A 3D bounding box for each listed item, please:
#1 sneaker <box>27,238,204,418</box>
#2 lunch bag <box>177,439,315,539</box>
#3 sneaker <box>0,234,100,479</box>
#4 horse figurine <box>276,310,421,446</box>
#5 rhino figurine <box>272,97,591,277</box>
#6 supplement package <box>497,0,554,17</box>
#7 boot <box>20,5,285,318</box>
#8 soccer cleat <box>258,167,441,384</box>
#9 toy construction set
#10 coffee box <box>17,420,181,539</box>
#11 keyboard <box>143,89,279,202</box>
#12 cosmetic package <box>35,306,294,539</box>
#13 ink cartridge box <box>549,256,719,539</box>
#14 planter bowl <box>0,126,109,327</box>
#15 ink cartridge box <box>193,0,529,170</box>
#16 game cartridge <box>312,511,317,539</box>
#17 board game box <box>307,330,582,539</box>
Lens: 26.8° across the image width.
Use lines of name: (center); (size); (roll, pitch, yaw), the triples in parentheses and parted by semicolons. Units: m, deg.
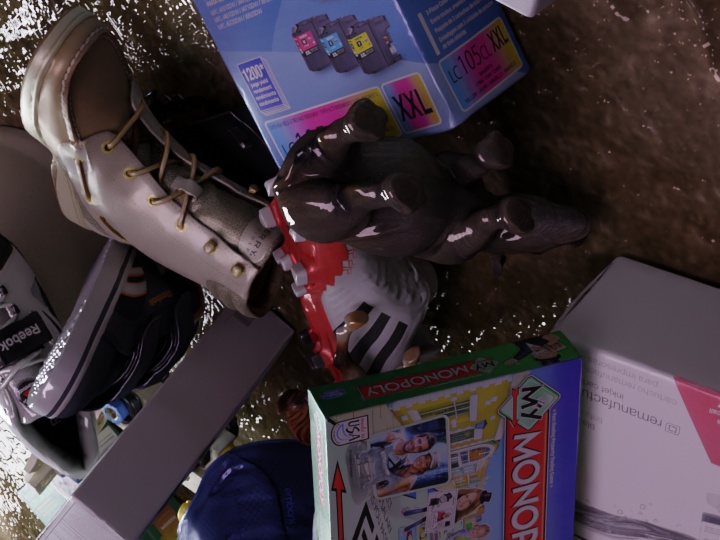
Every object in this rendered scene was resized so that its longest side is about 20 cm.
sneaker: (-0.144, 0.037, 0.944); (0.079, 0.200, 0.078); (33, 116, -11)
lunch bag: (-0.003, 0.192, 0.930); (0.136, 0.200, 0.132); (116, 148, -47)
sneaker: (-0.218, 0.051, 0.966); (0.089, 0.074, 0.200); (37, 160, 57)
horse figurine: (0.041, 0.081, 0.867); (0.133, 0.200, 0.050); (107, 157, -43)
rhino figurine: (0.043, -0.033, 0.762); (0.087, 0.200, 0.060); (-19, 67, 46)
supplement package: (0.037, -0.219, 0.628); (0.200, 0.156, 0.111); (30, 134, 20)
boot: (-0.111, -0.056, 0.872); (0.155, 0.072, 0.200); (31, 155, 15)
soccer cleat: (0.000, 0.000, 0.851); (0.200, 0.085, 0.069); (77, 166, -47)
toy construction set: (-0.145, 0.141, 1.092); (0.200, 0.092, 0.131); (23, 137, 2)
coffee box: (-0.178, 0.223, 1.215); (0.200, 0.044, 0.123); (50, 137, -2)
keyboard: (-0.107, -0.075, 0.952); (0.200, 0.040, 0.104); (-10, 124, 50)
cosmetic package: (-0.122, 0.105, 0.963); (0.051, 0.200, 0.083); (40, 138, -4)
ink cartridge box: (0.177, 0.113, 0.808); (0.146, 0.085, 0.200); (20, 133, 29)
planter bowl: (-0.268, 0.016, 1.073); (0.200, 0.135, 0.200); (21, 131, 26)
ink cartridge box: (-0.021, -0.162, 0.781); (0.136, 0.076, 0.200); (-12, 109, 44)
game cartridge: (0.039, 0.204, 0.850); (0.040, 0.133, 0.200); (-121, 29, -57)
board game box: (0.044, 0.134, 0.774); (0.029, 0.135, 0.200); (-125, 27, -55)
